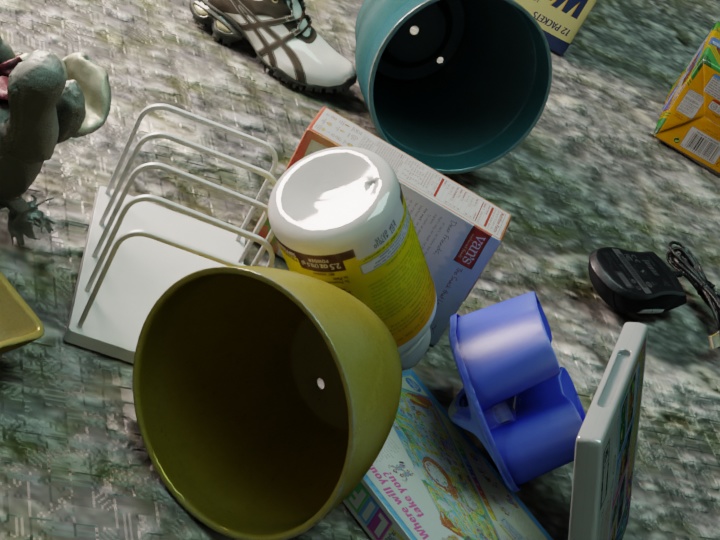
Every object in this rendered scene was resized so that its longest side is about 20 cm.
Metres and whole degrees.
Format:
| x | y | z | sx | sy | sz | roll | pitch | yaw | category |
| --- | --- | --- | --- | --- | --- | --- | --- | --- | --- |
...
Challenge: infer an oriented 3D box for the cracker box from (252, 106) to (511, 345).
| x | y | z | sx | sy | sz | roll | pitch | yaw | category |
| --- | --- | --- | --- | --- | --- | --- | --- | --- | --- |
| 0.018 | -0.039 | 1.433 | 0.200 | 0.134 | 0.058 | 31 | 33 | 0 | cracker box |

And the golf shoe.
| x | y | z | sx | sy | sz | roll | pitch | yaw | category |
| --- | --- | --- | --- | --- | --- | --- | --- | --- | --- |
| -0.083 | -0.265 | 1.690 | 0.200 | 0.095 | 0.078 | 29 | 32 | -4 | golf shoe |

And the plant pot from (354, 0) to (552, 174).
| x | y | z | sx | sy | sz | roll | pitch | yaw | category |
| --- | --- | --- | --- | --- | --- | --- | --- | --- | --- |
| 0.079 | -0.233 | 1.697 | 0.200 | 0.200 | 0.188 | 13 | 22 | -24 | plant pot |

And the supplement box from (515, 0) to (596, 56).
| x | y | z | sx | sy | sz | roll | pitch | yaw | category |
| --- | --- | --- | --- | --- | --- | --- | --- | --- | --- |
| 0.269 | -0.428 | 2.072 | 0.134 | 0.200 | 0.200 | 29 | 33 | -2 | supplement box |

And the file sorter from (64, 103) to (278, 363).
| x | y | z | sx | sy | sz | roll | pitch | yaw | category |
| --- | --- | --- | --- | --- | --- | --- | --- | --- | --- |
| -0.145 | -0.026 | 1.301 | 0.138 | 0.125 | 0.200 | 20 | 34 | -15 | file sorter |

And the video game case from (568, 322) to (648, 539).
| x | y | z | sx | sy | sz | roll | pitch | yaw | category |
| --- | --- | --- | --- | --- | --- | --- | --- | --- | --- |
| 0.193 | 0.169 | 1.246 | 0.024 | 0.201 | 0.182 | 9 | 29 | 17 | video game case |

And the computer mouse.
| x | y | z | sx | sy | sz | roll | pitch | yaw | category |
| --- | --- | --- | --- | --- | --- | --- | --- | --- | --- |
| 0.316 | 0.036 | 1.650 | 0.200 | 0.046 | 0.141 | -5 | 51 | -48 | computer mouse |

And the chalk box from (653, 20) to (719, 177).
| x | y | z | sx | sy | sz | roll | pitch | yaw | category |
| --- | --- | --- | --- | --- | --- | --- | --- | --- | --- |
| 0.472 | -0.227 | 2.034 | 0.125 | 0.124 | 0.200 | 31 | 34 | 1 | chalk box |

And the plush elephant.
| x | y | z | sx | sy | sz | roll | pitch | yaw | category |
| --- | --- | --- | --- | --- | --- | --- | --- | --- | --- |
| -0.292 | -0.139 | 1.268 | 0.164 | 0.200 | 0.155 | -10 | 52 | 5 | plush elephant |

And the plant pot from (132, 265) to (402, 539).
| x | y | z | sx | sy | sz | roll | pitch | yaw | category |
| --- | --- | --- | --- | --- | --- | --- | --- | --- | --- |
| -0.048 | 0.085 | 1.172 | 0.200 | 0.200 | 0.142 | 44 | 30 | 20 | plant pot |

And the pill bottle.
| x | y | z | sx | sy | sz | roll | pitch | yaw | category |
| --- | --- | --- | --- | --- | --- | --- | --- | --- | --- |
| 0.000 | 0.000 | 1.307 | 0.109 | 0.200 | 0.109 | -10 | 48 | 11 | pill bottle |

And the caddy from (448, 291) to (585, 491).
| x | y | z | sx | sy | sz | roll | pitch | yaw | category |
| --- | --- | --- | --- | --- | --- | --- | --- | --- | --- |
| 0.122 | 0.101 | 1.311 | 0.200 | 0.105 | 0.142 | -63 | 131 | -80 | caddy |

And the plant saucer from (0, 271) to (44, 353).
| x | y | z | sx | sy | sz | roll | pitch | yaw | category |
| --- | --- | --- | --- | --- | --- | --- | --- | --- | --- |
| -0.365 | 0.016 | 1.147 | 0.200 | 0.049 | 0.200 | -17 | 55 | -47 | plant saucer |

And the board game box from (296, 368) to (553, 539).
| x | y | z | sx | sy | sz | roll | pitch | yaw | category |
| --- | --- | --- | --- | --- | --- | --- | --- | --- | --- |
| 0.048 | 0.171 | 1.270 | 0.134 | 0.034 | 0.200 | -9 | 50 | -44 | board game box |
